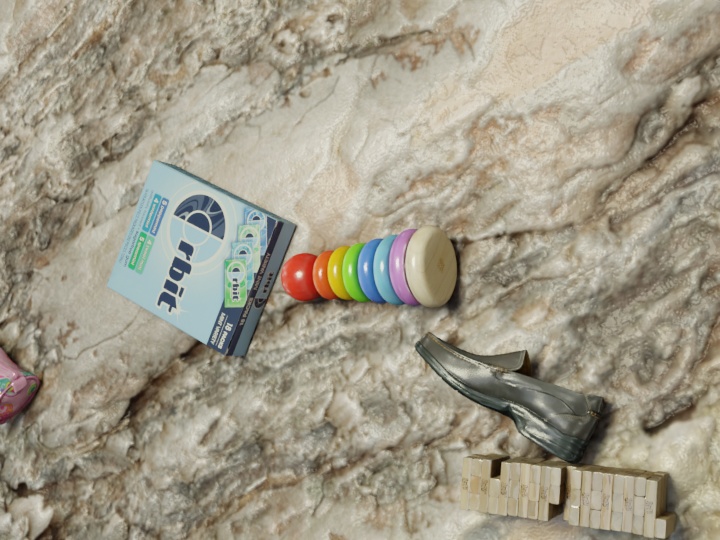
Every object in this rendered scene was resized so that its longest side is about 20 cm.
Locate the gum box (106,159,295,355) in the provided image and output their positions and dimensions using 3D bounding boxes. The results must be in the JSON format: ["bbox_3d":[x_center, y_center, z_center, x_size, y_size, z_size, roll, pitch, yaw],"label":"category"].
[{"bbox_3d":[-0.193,-0.017,1.234,0.200,0.045,0.170,26,98,28],"label":"gum box"}]

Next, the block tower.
[{"bbox_3d":[0.200,0.214,1.002,0.200,0.054,0.058,3,89,28],"label":"block tower"}]

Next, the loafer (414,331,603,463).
[{"bbox_3d":[0.148,0.110,1.035,0.200,0.073,0.072,31,92,17],"label":"loafer"}]

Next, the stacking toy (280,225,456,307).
[{"bbox_3d":[0.000,0.000,1.118,0.200,0.085,0.085,-3,85,34],"label":"stacking toy"}]

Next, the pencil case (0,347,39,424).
[{"bbox_3d":[-0.519,0.115,1.362,0.200,0.087,0.087,37,104,16],"label":"pencil case"}]
